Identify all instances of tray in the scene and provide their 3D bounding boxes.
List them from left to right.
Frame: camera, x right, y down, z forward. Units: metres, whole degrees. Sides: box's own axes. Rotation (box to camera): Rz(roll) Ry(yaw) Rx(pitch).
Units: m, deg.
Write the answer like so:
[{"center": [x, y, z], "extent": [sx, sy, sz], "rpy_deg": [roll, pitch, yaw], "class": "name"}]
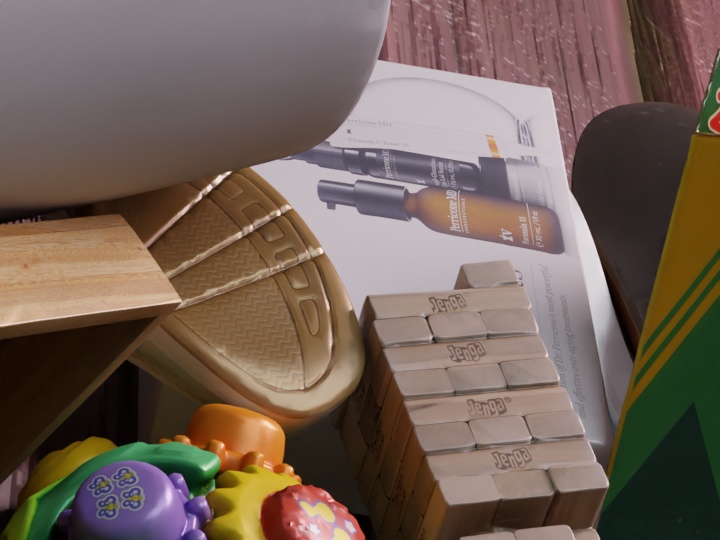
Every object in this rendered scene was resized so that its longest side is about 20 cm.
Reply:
[{"center": [-0.140, 0.033, 0.700], "extent": [0.037, 0.099, 0.200], "rpy_deg": [53, 26, 15], "class": "tray"}]

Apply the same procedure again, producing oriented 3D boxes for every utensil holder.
[{"center": [-0.115, -0.092, 0.751], "extent": [0.199, 0.170, 0.170], "rpy_deg": [-13, 62, -32], "class": "utensil holder"}]

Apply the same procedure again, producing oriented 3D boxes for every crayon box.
[{"center": [0.137, 0.042, 0.915], "extent": [0.127, 0.051, 0.201], "rpy_deg": [40, 60, -53], "class": "crayon box"}]

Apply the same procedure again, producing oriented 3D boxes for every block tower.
[{"center": [0.046, 0.090, 0.788], "extent": [0.057, 0.054, 0.201], "rpy_deg": [-3, 48, -20], "class": "block tower"}]

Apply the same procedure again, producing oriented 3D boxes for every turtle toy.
[{"center": [-0.049, 0.106, 0.737], "extent": [0.146, 0.101, 0.200], "rpy_deg": [50, 26, 4], "class": "turtle toy"}]

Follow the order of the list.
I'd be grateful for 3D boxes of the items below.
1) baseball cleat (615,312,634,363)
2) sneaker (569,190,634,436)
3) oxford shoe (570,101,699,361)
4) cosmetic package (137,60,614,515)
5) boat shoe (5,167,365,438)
[{"center": [0.161, 0.028, 1.168], "extent": [0.200, 0.107, 0.070], "rpy_deg": [45, -9, -22], "class": "baseball cleat"}, {"center": [0.063, 0.061, 1.037], "extent": [0.082, 0.074, 0.201], "rpy_deg": [-11, 65, -20], "class": "sneaker"}, {"center": [0.123, 0.007, 1.079], "extent": [0.201, 0.071, 0.072], "rpy_deg": [-97, -179, -50], "class": "oxford shoe"}, {"center": [0.000, 0.000, 0.948], "extent": [0.150, 0.052, 0.201], "rpy_deg": [7, 38, -10], "class": "cosmetic package"}, {"center": [-0.079, -0.009, 0.851], "extent": [0.071, 0.070, 0.200], "rpy_deg": [-26, 59, -41], "class": "boat shoe"}]
